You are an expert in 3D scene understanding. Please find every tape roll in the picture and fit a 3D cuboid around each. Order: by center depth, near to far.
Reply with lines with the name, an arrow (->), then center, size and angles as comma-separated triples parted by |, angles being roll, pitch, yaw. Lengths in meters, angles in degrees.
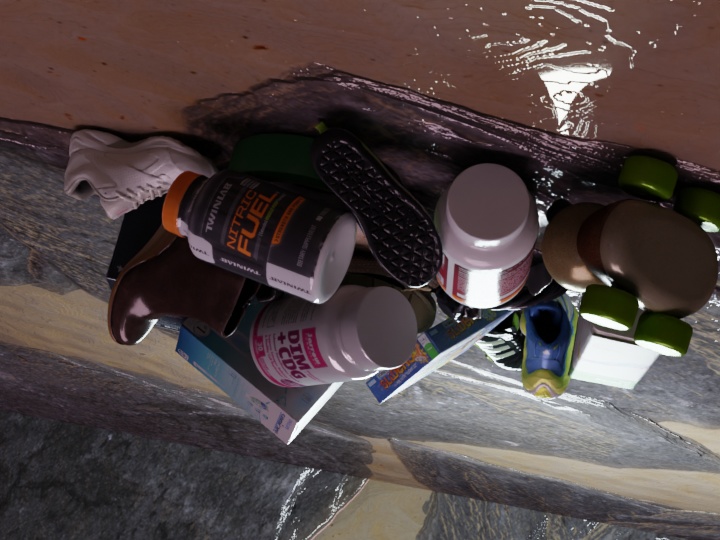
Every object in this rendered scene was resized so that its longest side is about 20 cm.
tape roll -> -0.054, -0.093, 1.563 | 0.200, 0.048, 0.200 | 12, 163, 4

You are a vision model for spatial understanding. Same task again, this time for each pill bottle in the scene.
pill bottle -> -0.113, -0.044, 1.474 | 0.199, 0.107, 0.106 | 20, 165, 17
pill bottle -> 0.135, -0.039, 1.478 | 0.113, 0.113, 0.200 | 12, 163, 6
pill bottle -> -0.032, 0.077, 1.625 | 0.113, 0.114, 0.200 | 26, 157, -34

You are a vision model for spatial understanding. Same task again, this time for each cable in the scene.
cable -> 0.168, 0.016, 1.665 | 0.163, 0.051, 0.200 | -15, -175, -6

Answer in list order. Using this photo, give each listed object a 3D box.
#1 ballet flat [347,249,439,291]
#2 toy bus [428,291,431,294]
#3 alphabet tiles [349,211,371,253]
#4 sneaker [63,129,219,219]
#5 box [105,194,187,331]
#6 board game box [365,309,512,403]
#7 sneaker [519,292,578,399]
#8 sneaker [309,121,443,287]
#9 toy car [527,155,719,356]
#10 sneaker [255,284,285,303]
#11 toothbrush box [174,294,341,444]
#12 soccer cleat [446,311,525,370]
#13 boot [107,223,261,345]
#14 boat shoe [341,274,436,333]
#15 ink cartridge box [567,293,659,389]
ballet flat -> 0.000, 0.000, 1.610 | 0.199, 0.047, 0.067 | 14, 167, -19
toy bus -> -0.020, 0.032, 1.836 | 0.192, 0.136, 0.200 | 35, 156, -13
alphabet tiles -> -0.009, -0.037, 1.595 | 0.195, 0.015, 0.200 | 8, 167, 10
sneaker -> -0.259, -0.103, 1.600 | 0.199, 0.100, 0.078 | 6, 162, 24
box -> -0.252, -0.019, 1.781 | 0.107, 0.149, 0.200 | 13, 163, 1
board game box -> 0.111, 0.093, 1.764 | 0.200, 0.035, 0.135 | -25, 166, -49
sneaker -> 0.236, 0.060, 1.672 | 0.075, 0.200, 0.105 | 3, 130, 4
sneaker -> 0.021, -0.076, 1.435 | 0.200, 0.072, 0.083 | 55, -170, -12
toy car -> 0.250, -0.017, 1.403 | 0.157, 0.165, 0.200 | 25, 169, -32
sneaker -> -0.149, -0.038, 1.648 | 0.074, 0.088, 0.200 | -32, 109, 24
toothbrush box -> -0.119, 0.103, 1.786 | 0.200, 0.146, 0.085 | 40, 151, 8
soccer cleat -> 0.202, 0.089, 1.926 | 0.081, 0.068, 0.200 | -19, 145, 39
boot -> -0.207, 0.033, 1.583 | 0.072, 0.200, 0.166 | 17, -163, -48
boat shoe -> 0.007, 0.023, 1.719 | 0.199, 0.075, 0.068 | 20, -168, 15
ink cartridge box -> 0.296, 0.038, 1.540 | 0.087, 0.146, 0.200 | 11, 163, 7
